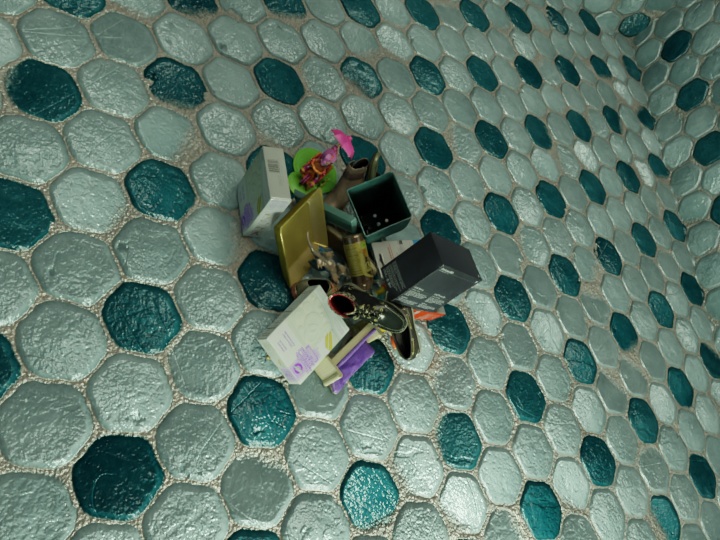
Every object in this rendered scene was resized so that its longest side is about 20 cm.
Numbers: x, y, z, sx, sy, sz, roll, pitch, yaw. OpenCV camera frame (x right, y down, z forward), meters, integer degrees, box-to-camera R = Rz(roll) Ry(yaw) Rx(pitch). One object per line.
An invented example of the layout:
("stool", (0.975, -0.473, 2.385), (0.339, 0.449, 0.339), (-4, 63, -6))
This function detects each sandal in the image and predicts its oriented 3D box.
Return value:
("sandal", (0.046, -0.256, 1.863), (0.056, 0.203, 0.081), (12, 50, 3))

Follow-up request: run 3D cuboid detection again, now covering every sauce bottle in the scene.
("sauce bottle", (0.000, 0.000, 1.722), (0.064, 0.064, 0.204), (-23, 104, -41))

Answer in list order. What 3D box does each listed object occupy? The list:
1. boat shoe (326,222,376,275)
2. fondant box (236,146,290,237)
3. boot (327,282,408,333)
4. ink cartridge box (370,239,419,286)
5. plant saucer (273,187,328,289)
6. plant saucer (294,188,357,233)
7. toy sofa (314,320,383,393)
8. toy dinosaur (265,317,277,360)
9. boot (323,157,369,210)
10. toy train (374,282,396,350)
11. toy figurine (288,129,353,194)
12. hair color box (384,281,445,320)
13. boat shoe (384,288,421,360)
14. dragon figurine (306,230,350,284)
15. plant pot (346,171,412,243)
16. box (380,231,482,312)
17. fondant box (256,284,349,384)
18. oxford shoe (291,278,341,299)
("boat shoe", (-0.023, -0.066, 1.793), (0.199, 0.072, 0.072), (41, 49, -5))
("fondant box", (-0.247, -0.194, 1.591), (0.057, 0.200, 0.147), (1, 66, -30))
("boot", (0.016, 0.105, 1.580), (0.201, 0.074, 0.154), (30, 12, 10))
("ink cartridge box", (0.105, -0.022, 1.864), (0.197, 0.068, 0.118), (-4, 70, -38))
("plant saucer", (-0.161, -0.090, 1.655), (0.048, 0.203, 0.201), (16, 44, 23))
("plant saucer", (-0.097, -0.159, 1.727), (0.197, 0.070, 0.019), (26, 66, 16))
("toy sofa", (-0.024, 0.218, 1.635), (0.098, 0.083, 0.200), (51, 48, -1))
("toy dinosaur", (-0.173, 0.161, 1.585), (0.198, 0.058, 0.103), (-20, 95, -38))
("boot", (-0.048, -0.240, 1.804), (0.070, 0.147, 0.200), (35, 43, 7))
("toy train", (0.083, 0.138, 1.780), (0.149, 0.055, 0.203), (32, 44, -41))
("toy figurine", (-0.101, -0.315, 1.784), (0.150, 0.184, 0.200), (47, 49, -6))
("hair color box", (0.160, 0.078, 1.821), (0.198, 0.063, 0.113), (9, 61, -51))
("boat shoe", (0.109, 0.140, 1.692), (0.060, 0.071, 0.205), (-9, 78, -65))
("dragon figurine", (-0.098, -0.025, 1.681), (0.199, 0.099, 0.059), (41, 82, -26))
("plant pot", (0.053, -0.159, 1.799), (0.139, 0.200, 0.144), (-22, 78, -3))
("box", (0.189, 0.010, 1.676), (0.198, 0.181, 0.106), (18, 46, -48))
("fondant box", (-0.136, 0.155, 1.543), (0.200, 0.058, 0.145), (-45, 111, -31))
("oxford shoe", (-0.084, 0.062, 1.670), (0.197, 0.074, 0.072), (8, 64, -41))
